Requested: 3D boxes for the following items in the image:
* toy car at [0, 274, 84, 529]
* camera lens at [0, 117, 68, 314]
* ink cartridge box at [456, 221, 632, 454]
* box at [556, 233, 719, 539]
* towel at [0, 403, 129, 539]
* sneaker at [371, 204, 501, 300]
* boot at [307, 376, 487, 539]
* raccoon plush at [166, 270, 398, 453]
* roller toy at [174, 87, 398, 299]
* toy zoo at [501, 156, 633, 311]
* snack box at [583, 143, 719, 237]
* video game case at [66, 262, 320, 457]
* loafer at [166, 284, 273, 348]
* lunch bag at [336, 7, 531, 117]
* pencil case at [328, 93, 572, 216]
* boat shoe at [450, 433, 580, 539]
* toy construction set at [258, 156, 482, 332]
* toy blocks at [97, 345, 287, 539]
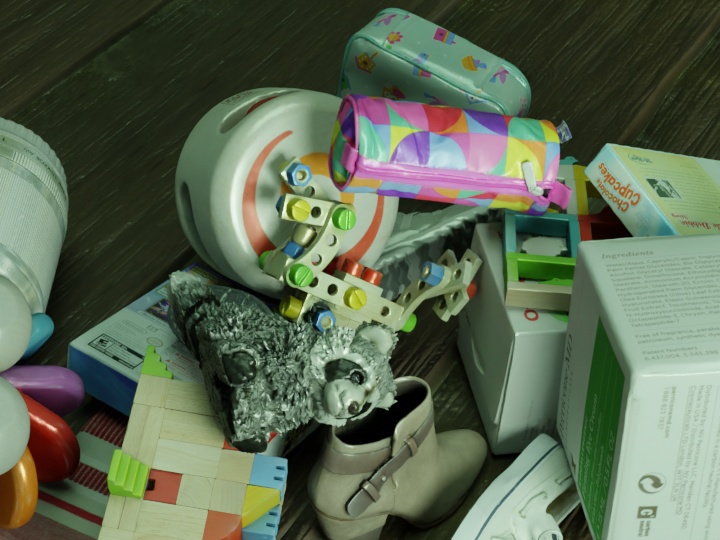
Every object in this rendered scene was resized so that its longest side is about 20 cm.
[{"bbox_3d":[-0.288,0.107,1.181,0.148,0.175,0.202,12,57,-30],"label":"toy car"},{"bbox_3d":[-0.345,-0.020,1.324,0.157,0.161,0.201,4,41,-2],"label":"camera lens"},{"bbox_3d":[0.200,0.053,1.318,0.197,0.147,0.148,-4,42,-11],"label":"ink cartridge box"},{"bbox_3d":[0.269,0.096,1.155,0.197,0.201,0.172,-3,35,-5],"label":"box"},{"bbox_3d":[-0.189,0.179,1.228,0.142,0.023,0.200,20,42,18],"label":"towel"},{"bbox_3d":[0.057,-0.038,1.456,0.198,0.075,0.082,-21,49,-26],"label":"sneaker"},{"bbox_3d":[0.039,0.142,1.200,0.070,0.148,0.199,34,49,29],"label":"boot"},{"bbox_3d":[-0.056,0.044,1.128,0.132,0.097,0.201,-15,52,-17],"label":"raccoon plush"},{"bbox_3d":[-0.069,-0.074,1.356,0.181,0.202,0.139,21,-1,-27],"label":"roller toy"},{"bbox_3d":[0.186,-0.037,1.291,0.129,0.021,0.201,5,40,1],"label":"toy zoo"},{"bbox_3d":[0.291,-0.050,1.300,0.198,0.037,0.117,3,44,-45],"label":"snack box"},{"bbox_3d":[-0.121,0.084,1.301,0.198,0.046,0.181,26,35,21],"label":"video game case"},{"bbox_3d":[-0.072,0.075,1.250,0.198,0.063,0.072,21,65,20],"label":"loafer"},{"bbox_3d":[0.069,-0.167,1.544,0.198,0.161,0.077,28,50,15],"label":"lunch bag"},{"bbox_3d":[0.074,-0.095,1.246,0.197,0.089,0.089,5,41,-14],"label":"pencil case"},{"bbox_3d":[0.134,0.213,1.198,0.085,0.075,0.202,30,37,20],"label":"boat shoe"},{"bbox_3d":[0.000,0.000,1.280,0.198,0.133,0.092,23,-2,-16],"label":"toy construction set"},{"bbox_3d":[-0.116,0.167,1.135,0.135,0.100,0.202,9,59,2],"label":"toy blocks"}]
